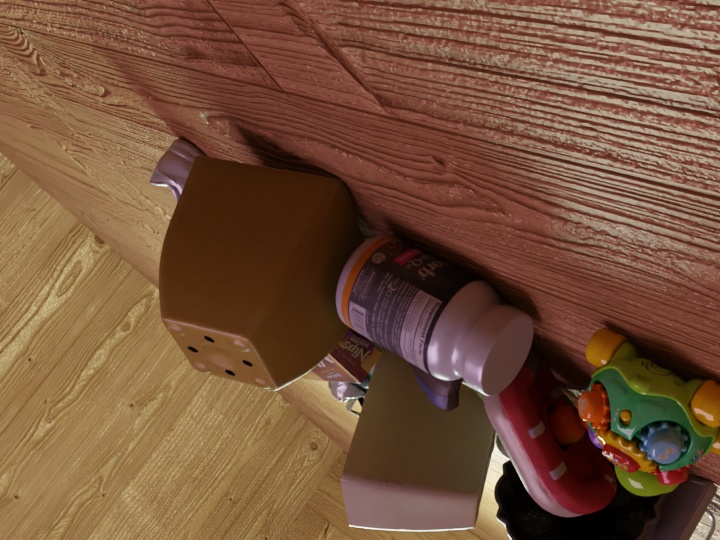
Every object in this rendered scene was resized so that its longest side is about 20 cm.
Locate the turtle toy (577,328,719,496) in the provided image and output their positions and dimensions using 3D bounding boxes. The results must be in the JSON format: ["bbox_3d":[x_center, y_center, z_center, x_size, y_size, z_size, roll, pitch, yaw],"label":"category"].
[{"bbox_3d":[0.275,0.150,1.027,0.145,0.101,0.200,28,165,34],"label":"turtle toy"}]

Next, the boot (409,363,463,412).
[{"bbox_3d":[0.064,0.084,1.300,0.200,0.074,0.097,-132,34,-51],"label":"boot"}]

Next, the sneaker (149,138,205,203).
[{"bbox_3d":[-0.209,-0.088,1.512,0.200,0.089,0.075,41,165,-20],"label":"sneaker"}]

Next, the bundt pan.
[{"bbox_3d":[0.264,0.284,1.287,0.201,0.202,0.076,25,145,42],"label":"bundt pan"}]

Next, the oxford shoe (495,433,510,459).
[{"bbox_3d":[0.289,0.267,1.534,0.199,0.076,0.058,26,-153,13],"label":"oxford shoe"}]

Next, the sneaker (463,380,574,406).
[{"bbox_3d":[0.168,0.132,1.317,0.200,0.074,0.084,33,171,19],"label":"sneaker"}]

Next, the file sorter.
[{"bbox_3d":[0.378,0.335,1.340,0.124,0.139,0.200,38,168,-16],"label":"file sorter"}]

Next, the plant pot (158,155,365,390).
[{"bbox_3d":[-0.120,0.018,1.231,0.193,0.201,0.196,11,147,23],"label":"plant pot"}]

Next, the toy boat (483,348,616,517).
[{"bbox_3d":[0.235,0.173,1.207,0.130,0.131,0.201,-25,99,28],"label":"toy boat"}]

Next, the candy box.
[{"bbox_3d":[-0.071,0.091,1.421,0.117,0.057,0.200,45,158,-20],"label":"candy box"}]

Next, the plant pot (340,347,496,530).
[{"bbox_3d":[0.090,0.251,1.478,0.176,0.201,0.200,13,151,10],"label":"plant pot"}]

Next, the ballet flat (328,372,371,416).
[{"bbox_3d":[-0.005,0.180,1.635,0.073,0.073,0.200,25,163,42],"label":"ballet flat"}]

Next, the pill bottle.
[{"bbox_3d":[0.079,0.048,1.162,0.199,0.117,0.116,28,165,32],"label":"pill bottle"}]

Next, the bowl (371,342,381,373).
[{"bbox_3d":[0.069,0.157,1.678,0.199,0.075,0.200,29,165,31],"label":"bowl"}]
